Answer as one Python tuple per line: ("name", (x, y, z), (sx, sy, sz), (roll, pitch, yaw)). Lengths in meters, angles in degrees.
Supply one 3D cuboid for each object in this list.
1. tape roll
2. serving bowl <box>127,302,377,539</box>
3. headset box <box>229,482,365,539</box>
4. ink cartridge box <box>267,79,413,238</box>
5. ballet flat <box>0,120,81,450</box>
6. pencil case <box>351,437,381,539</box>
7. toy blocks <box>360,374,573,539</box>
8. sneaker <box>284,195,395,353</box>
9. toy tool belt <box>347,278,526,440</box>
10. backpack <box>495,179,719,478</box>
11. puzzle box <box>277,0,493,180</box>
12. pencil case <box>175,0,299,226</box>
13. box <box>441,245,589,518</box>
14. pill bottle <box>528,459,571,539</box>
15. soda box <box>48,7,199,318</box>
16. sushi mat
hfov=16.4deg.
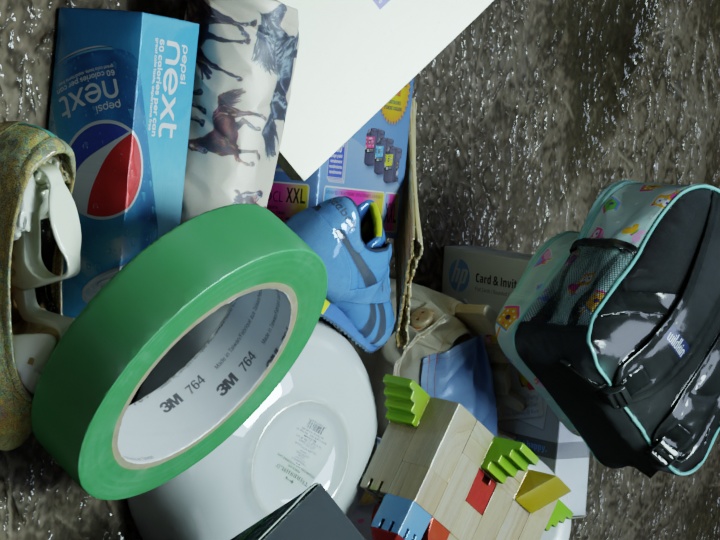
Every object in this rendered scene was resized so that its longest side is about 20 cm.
("tape roll", (-0.108, 0.050, 1.514), (0.200, 0.048, 0.201), (-39, 157, -20))
("serving bowl", (-0.059, 0.121, 1.673), (0.200, 0.066, 0.200), (-11, 107, -39))
("headset box", (-0.048, 0.254, 1.583), (0.174, 0.200, 0.093), (51, 40, -2))
("ink cartridge box", (-0.023, -0.126, 1.760), (0.136, 0.076, 0.200), (2, 92, -63))
("ballet flat", (-0.193, 0.013, 1.468), (0.071, 0.071, 0.200), (-19, 112, -60))
("pencil case", (-0.002, 0.219, 1.853), (0.083, 0.091, 0.200), (-47, 135, -49))
("toy blocks", (0.058, 0.181, 1.732), (0.200, 0.100, 0.137), (45, 65, -45))
("sneaker", (0.000, 0.000, 1.702), (0.078, 0.066, 0.200), (-43, 158, 2))
("toy tool belt", (0.070, 0.100, 1.931), (0.125, 0.123, 0.200), (-56, 142, -42))
("backpack", (0.212, 0.032, 1.861), (0.200, 0.153, 0.176), (-53, 121, -20))
("puzzle box", (-0.013, -0.174, 1.674), (0.200, 0.025, 0.133), (-44, 108, -15))
("pencil case", (-0.094, -0.091, 1.590), (0.078, 0.089, 0.200), (4, 98, -59))
("box", (0.123, 0.087, 1.995), (0.041, 0.156, 0.200), (1, 96, -37))
("pill bottle", (0.082, 0.211, 1.914), (0.200, 0.109, 0.109), (124, -13, -65))
("soda box", (-0.151, -0.058, 1.537), (0.068, 0.064, 0.200), (3, 92, -63))
("sushi mat", (0.033, -0.038, 1.837), (0.200, 0.012, 0.096), (-91, -171, -54))
